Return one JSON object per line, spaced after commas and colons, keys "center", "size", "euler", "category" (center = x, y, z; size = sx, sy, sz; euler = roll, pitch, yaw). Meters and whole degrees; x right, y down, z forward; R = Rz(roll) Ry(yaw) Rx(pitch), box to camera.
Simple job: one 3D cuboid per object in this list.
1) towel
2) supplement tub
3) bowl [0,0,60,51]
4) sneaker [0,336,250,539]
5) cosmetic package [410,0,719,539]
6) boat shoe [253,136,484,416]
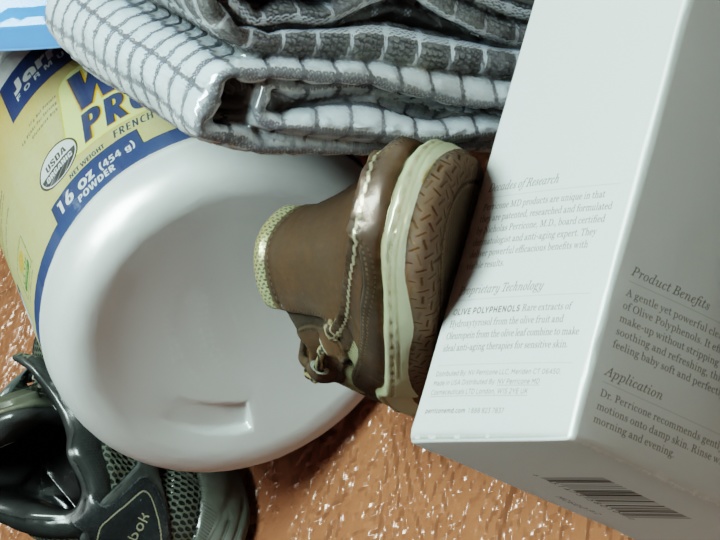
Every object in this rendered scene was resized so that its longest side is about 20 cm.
{"center": [0.007, -0.094, 0.905], "size": [0.165, 0.199, 0.086], "euler": [29, 117, 60], "category": "towel"}
{"center": [-0.075, -0.028, 1.041], "size": [0.145, 0.144, 0.200], "euler": [-56, 32, 16], "category": "supplement tub"}
{"center": [-0.104, -0.135, 1.048], "size": [0.200, 0.200, 0.040], "euler": [31, 133, 59], "category": "bowl"}
{"center": [-0.123, 0.055, 1.091], "size": [0.076, 0.114, 0.200], "euler": [-53, 31, 16], "category": "sneaker"}
{"center": [0.103, -0.025, 0.804], "size": [0.085, 0.107, 0.201], "euler": [-6, 62, 55], "category": "cosmetic package"}
{"center": [-0.002, 0.006, 0.872], "size": [0.202, 0.074, 0.075], "euler": [84, -159, -71], "category": "boat shoe"}
